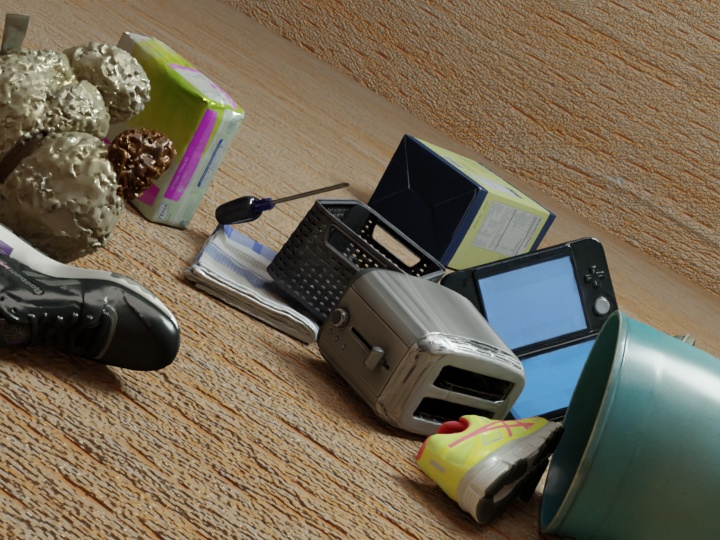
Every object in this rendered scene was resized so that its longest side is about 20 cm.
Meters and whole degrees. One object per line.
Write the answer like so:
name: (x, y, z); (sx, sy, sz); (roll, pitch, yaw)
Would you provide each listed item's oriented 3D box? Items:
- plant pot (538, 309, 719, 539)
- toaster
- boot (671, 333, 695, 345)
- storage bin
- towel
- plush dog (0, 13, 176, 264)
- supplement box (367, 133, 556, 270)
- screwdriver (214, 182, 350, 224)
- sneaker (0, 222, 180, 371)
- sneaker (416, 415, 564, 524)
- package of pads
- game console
plant pot: (0.274, 0.160, 0.988); (0.187, 0.201, 0.200); (20, 14, 4)
toaster: (0.065, 0.085, 1.094); (0.200, 0.114, 0.129); (19, 21, -40)
boot: (0.263, 0.095, 1.353); (0.200, 0.182, 0.073); (37, -18, 26)
storage bin: (0.000, 0.000, 1.241); (0.135, 0.094, 0.200); (38, 10, 9)
towel: (-0.102, 0.008, 1.212); (0.147, 0.024, 0.200); (28, 14, -6)
plush dog: (-0.246, -0.084, 0.903); (0.172, 0.200, 0.160); (49, 7, 23)
supplement box: (0.161, -0.095, 1.843); (0.199, 0.135, 0.200); (15, 20, -44)
screwdriver: (-0.080, -0.070, 1.208); (0.200, 0.028, 0.029); (-6, -41, 40)
sneaker: (-0.229, 0.035, 0.818); (0.199, 0.076, 0.088); (24, 29, -6)
sneaker: (0.114, 0.155, 1.013); (0.090, 0.078, 0.200); (27, 11, 24)
package of pads: (-0.228, -0.163, 1.290); (0.068, 0.155, 0.200); (12, 21, -48)
game console: (0.207, 0.064, 1.248); (0.199, 0.171, 0.118); (-15, 2, -13)
